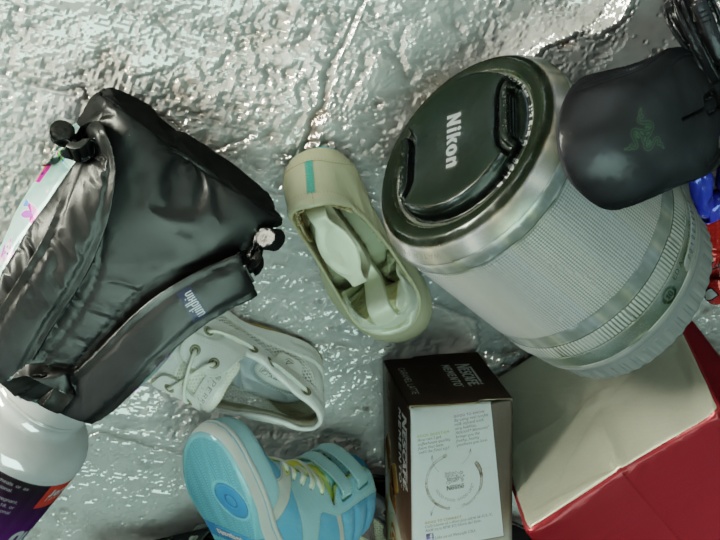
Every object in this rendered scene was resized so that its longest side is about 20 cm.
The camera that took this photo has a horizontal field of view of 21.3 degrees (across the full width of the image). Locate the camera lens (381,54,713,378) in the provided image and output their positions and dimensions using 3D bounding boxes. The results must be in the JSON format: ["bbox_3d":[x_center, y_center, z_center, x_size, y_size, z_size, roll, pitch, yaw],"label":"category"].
[{"bbox_3d":[0.124,-0.036,1.291,0.160,0.160,0.200,-41,127,18],"label":"camera lens"}]

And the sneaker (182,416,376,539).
[{"bbox_3d":[-0.054,0.154,1.428,0.131,0.079,0.201,-45,138,-29],"label":"sneaker"}]

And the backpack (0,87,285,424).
[{"bbox_3d":[-0.162,0.000,1.256,0.166,0.127,0.201,35,102,-7],"label":"backpack"}]

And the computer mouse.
[{"bbox_3d":[0.199,-0.105,1.228,0.052,0.200,0.139,-11,104,44],"label":"computer mouse"}]

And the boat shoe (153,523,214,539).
[{"bbox_3d":[-0.115,0.229,1.494,0.199,0.076,0.060,-5,146,-26],"label":"boat shoe"}]

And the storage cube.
[{"bbox_3d":[0.221,0.149,1.445,0.170,0.201,0.180,-34,123,14],"label":"storage cube"}]

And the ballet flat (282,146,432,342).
[{"bbox_3d":[0.000,0.000,1.349,0.069,0.070,0.200,-27,130,8],"label":"ballet flat"}]

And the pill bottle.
[{"bbox_3d":[-0.269,0.140,1.359,0.112,0.113,0.200,26,118,-30],"label":"pill bottle"}]

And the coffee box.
[{"bbox_3d":[0.064,0.175,1.429,0.079,0.114,0.202,-4,106,-10],"label":"coffee box"}]

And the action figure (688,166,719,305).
[{"bbox_3d":[0.258,-0.054,1.389,0.065,0.052,0.201,-16,132,-8],"label":"action figure"}]

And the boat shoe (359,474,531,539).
[{"bbox_3d":[0.074,0.210,1.535,0.199,0.072,0.065,17,127,-19],"label":"boat shoe"}]

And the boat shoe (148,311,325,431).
[{"bbox_3d":[-0.109,0.067,1.371,0.199,0.070,0.071,17,123,-26],"label":"boat shoe"}]
